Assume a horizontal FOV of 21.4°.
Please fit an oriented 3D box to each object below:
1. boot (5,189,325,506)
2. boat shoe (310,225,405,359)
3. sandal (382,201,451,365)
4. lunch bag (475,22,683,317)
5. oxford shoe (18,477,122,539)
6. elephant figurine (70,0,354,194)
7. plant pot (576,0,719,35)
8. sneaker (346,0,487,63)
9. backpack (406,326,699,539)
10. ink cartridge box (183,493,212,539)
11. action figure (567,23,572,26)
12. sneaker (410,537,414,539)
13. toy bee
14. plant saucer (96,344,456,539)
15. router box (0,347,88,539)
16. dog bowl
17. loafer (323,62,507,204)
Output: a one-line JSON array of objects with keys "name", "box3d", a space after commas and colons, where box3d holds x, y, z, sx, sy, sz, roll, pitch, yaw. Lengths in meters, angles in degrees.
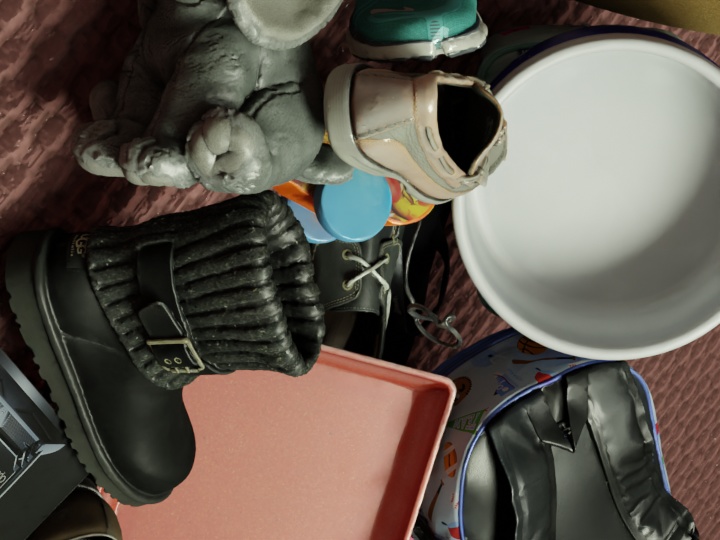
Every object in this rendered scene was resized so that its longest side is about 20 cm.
[{"name": "boot", "box3d": [-0.090, 0.050, 1.062, 0.211, 0.157, 0.080, 69, 19, -44]}, {"name": "boat shoe", "box3d": [0.000, 0.000, 1.229, 0.072, 0.068, 0.201, 3, 116, -28]}, {"name": "sandal", "box3d": [0.033, -0.007, 1.296, 0.076, 0.043, 0.201, -17, 131, -44]}, {"name": "lunch bag", "box3d": [0.152, -0.066, 1.262, 0.077, 0.160, 0.201, -70, 161, -74]}, {"name": "oxford shoe", "box3d": [-0.219, 0.206, 1.108, 0.200, 0.084, 0.073, -47, 125, -6]}, {"name": "elephant figurine", "box3d": [-0.074, -0.145, 0.977, 0.155, 0.141, 0.201, -38, 135, -79]}, {"name": "plant pot", "box3d": [0.230, -0.227, 1.217, 0.186, 0.200, 0.187, -33, 140, -32]}, {"name": "sneaker", "box3d": [0.027, -0.174, 1.054, 0.077, 0.200, 0.080, -6, 123, 2]}, {"name": "backpack", "box3d": [0.113, 0.129, 1.260, 0.200, 0.154, 0.191, -25, 130, -26]}, {"name": "ink cartridge box", "box3d": [-0.097, 0.169, 1.275, 0.109, 0.050, 0.201, 9, 111, -54]}, {"name": "action figure", "box3d": [0.172, -0.086, 1.356, 0.119, 0.102, 0.200, -38, 146, -6]}, {"name": "sneaker", "box3d": [0.046, 0.165, 1.388, 0.095, 0.079, 0.201, -70, 155, -77]}, {"name": "toy bee", "box3d": [0.001, -0.060, 1.138, 0.109, 0.131, 0.200, -57, 132, -15]}, {"name": "plant saucer", "box3d": [-0.063, 0.133, 1.196, 0.199, 0.037, 0.200, 15, 100, -12]}, {"name": "router box", "box3d": [-0.246, 0.103, 1.027, 0.157, 0.052, 0.200, -46, 146, -14]}, {"name": "dog bowl", "box3d": [0.156, -0.050, 1.186, 0.079, 0.199, 0.201, -74, -173, -75]}, {"name": "loafer", "box3d": [0.048, -0.076, 1.042, 0.200, 0.063, 0.072, 4, 82, -65]}]
